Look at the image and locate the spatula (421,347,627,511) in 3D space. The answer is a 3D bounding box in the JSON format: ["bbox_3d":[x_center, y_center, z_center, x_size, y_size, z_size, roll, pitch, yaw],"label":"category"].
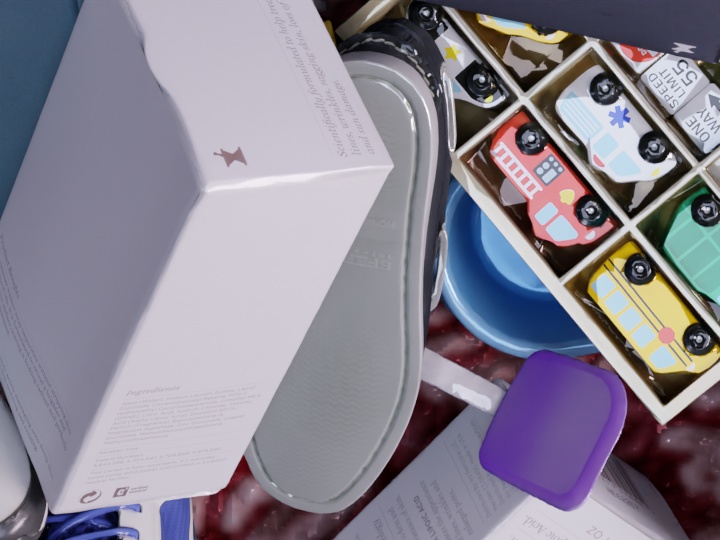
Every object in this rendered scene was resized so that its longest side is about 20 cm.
[{"bbox_3d":[0.023,0.036,1.091,0.199,0.021,0.057,25,83,33],"label":"spatula"}]

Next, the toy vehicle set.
[{"bbox_3d":[0.101,-0.056,1.055,0.124,0.027,0.200,-40,85,8],"label":"toy vehicle set"}]

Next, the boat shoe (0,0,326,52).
[{"bbox_3d":[-0.112,-0.121,1.074,0.199,0.071,0.064,-10,96,-20],"label":"boat shoe"}]

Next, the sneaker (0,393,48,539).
[{"bbox_3d":[-0.190,0.030,1.070,0.074,0.080,0.200,-31,69,-16],"label":"sneaker"}]

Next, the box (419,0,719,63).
[{"bbox_3d":[0.062,-0.202,0.988,0.199,0.123,0.199,12,79,3],"label":"box"}]

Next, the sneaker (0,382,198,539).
[{"bbox_3d":[-0.106,0.096,1.119,0.080,0.115,0.201,-11,99,7],"label":"sneaker"}]

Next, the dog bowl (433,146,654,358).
[{"bbox_3d":[0.118,-0.023,1.101,0.199,0.050,0.112,-11,102,8],"label":"dog bowl"}]

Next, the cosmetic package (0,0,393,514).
[{"bbox_3d":[-0.072,-0.012,1.012,0.081,0.113,0.200,-5,146,-31],"label":"cosmetic package"}]

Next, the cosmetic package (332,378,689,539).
[{"bbox_3d":[0.031,0.150,1.124,0.102,0.074,0.200,33,107,-34],"label":"cosmetic package"}]

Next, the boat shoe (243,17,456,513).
[{"bbox_3d":[0.000,0.000,1.056,0.075,0.060,0.201,19,119,6],"label":"boat shoe"}]

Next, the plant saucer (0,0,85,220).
[{"bbox_3d":[-0.130,-0.069,1.031,0.069,0.019,0.200,-6,145,1],"label":"plant saucer"}]

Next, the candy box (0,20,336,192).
[{"bbox_3d":[-0.100,-0.052,1.099,0.199,0.102,0.027,-6,59,7],"label":"candy box"}]
